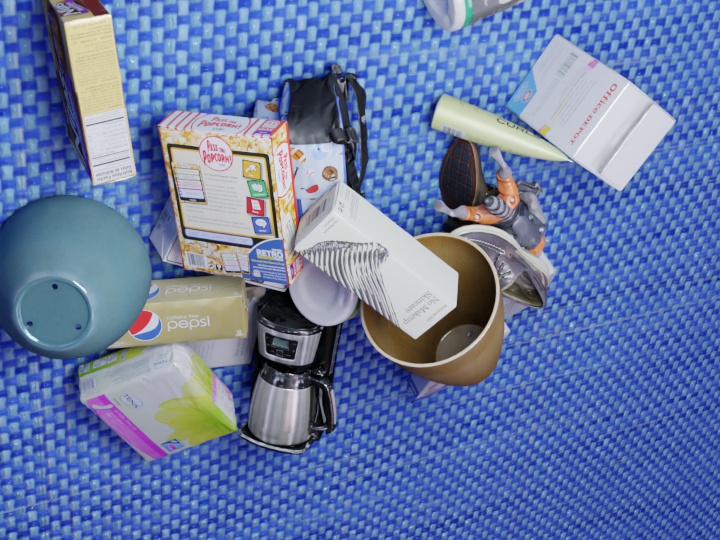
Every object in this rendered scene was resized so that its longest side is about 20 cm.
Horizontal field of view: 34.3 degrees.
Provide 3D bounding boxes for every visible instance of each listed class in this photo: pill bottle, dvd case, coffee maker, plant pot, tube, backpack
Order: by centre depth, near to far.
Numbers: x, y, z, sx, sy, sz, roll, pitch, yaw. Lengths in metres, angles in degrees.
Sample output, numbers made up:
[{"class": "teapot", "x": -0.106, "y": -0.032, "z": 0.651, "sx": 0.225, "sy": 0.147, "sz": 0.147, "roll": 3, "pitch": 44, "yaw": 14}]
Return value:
[{"class": "plant pot", "x": -0.355, "y": 0.026, "z": 1.391, "sx": 0.198, "sy": 0.135, "sz": 0.202, "roll": -2, "pitch": 111, "yaw": -4}, {"class": "backpack", "x": -0.061, "y": -0.132, "z": 1.472, "sx": 0.153, "sy": 0.200, "sz": 0.192, "roll": -9, "pitch": 122, "yaw": 7}, {"class": "pill bottle", "x": 0.179, "y": -0.391, "z": 1.481, "sx": 0.199, "sy": 0.113, "sz": 0.114, "roll": -26, "pitch": 132, "yaw": -13}, {"class": "plant pot", "x": 0.118, "y": 0.077, "z": 1.570, "sx": 0.186, "sy": 0.187, "sz": 0.200, "roll": -39, "pitch": 148, "yaw": -1}, {"class": "tube", "x": 0.197, "y": -0.187, "z": 1.603, "sx": 0.199, "sy": 0.058, "sz": 0.052, "roll": 22, "pitch": 141, "yaw": 5}, {"class": "pill bottle", "x": 0.000, "y": 0.000, "z": 1.618, "sx": 0.200, "sy": 0.111, "sz": 0.112, "roll": -21, "pitch": 136, "yaw": -53}, {"class": "dvd case", "x": -0.232, "y": 0.079, "z": 1.632, "sx": 0.199, "sy": 0.018, "sz": 0.143, "roll": -4, "pitch": 124, "yaw": -29}, {"class": "coffee maker", "x": -0.098, "y": 0.130, "z": 1.671, "sx": 0.134, "sy": 0.192, "sz": 0.201, "roll": 6, "pitch": 111, "yaw": -9}]

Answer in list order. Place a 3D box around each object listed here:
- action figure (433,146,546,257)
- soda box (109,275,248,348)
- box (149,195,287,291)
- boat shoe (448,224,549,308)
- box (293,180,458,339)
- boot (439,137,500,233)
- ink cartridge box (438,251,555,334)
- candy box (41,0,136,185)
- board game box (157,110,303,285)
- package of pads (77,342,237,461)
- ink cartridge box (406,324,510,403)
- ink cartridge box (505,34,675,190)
[{"class": "action figure", "x": 0.189, "y": -0.054, "z": 1.642, "sx": 0.193, "sy": 0.105, "sz": 0.200, "roll": 37, "pitch": 91, "yaw": -40}, {"class": "soda box", "x": -0.247, "y": 0.053, "z": 1.520, "sx": 0.198, "sy": 0.068, "sz": 0.064, "roll": -5, "pitch": 117, "yaw": -2}, {"class": "box", "x": -0.164, "y": -0.053, "z": 1.551, "sx": 0.199, "sy": 0.060, "sz": 0.117, "roll": 16, "pitch": 112, "yaw": -38}, {"class": "boat shoe", "x": 0.195, "y": -0.002, "z": 1.610, "sx": 0.072, "sy": 0.065, "sz": 0.199, "roll": -33, "pitch": 138, "yaw": 30}, {"class": "box", "x": 0.021, "y": -0.011, "z": 1.408, "sx": 0.200, "sy": 0.069, "sz": 0.082, "roll": 36, "pitch": 123, "yaw": -19}, {"class": "boot", "x": 0.173, "y": -0.120, "z": 1.715, "sx": 0.097, "sy": 0.075, "sz": 0.201, "roll": -30, "pitch": 135, "yaw": -34}, {"class": "ink cartridge box", "x": 0.180, "y": 0.036, "z": 1.769, "sx": 0.199, "sy": 0.083, "sz": 0.146, "roll": -27, "pitch": 163, "yaw": -13}, {"class": "candy box", "x": -0.306, "y": -0.212, "z": 1.313, "sx": 0.056, "sy": 0.117, "sz": 0.201, "roll": -16, "pitch": 129, "yaw": -20}, {"class": "board game box", "x": -0.153, "y": -0.086, "z": 1.401, "sx": 0.046, "sy": 0.150, "sz": 0.201, "roll": -56, "pitch": 148, "yaw": -51}, {"class": "package of pads", "x": -0.272, "y": 0.176, "z": 1.604, "sx": 0.154, "sy": 0.069, "sz": 0.200, "roll": -21, "pitch": 140, "yaw": 11}, {"class": "ink cartridge box", "x": 0.143, "y": 0.138, "z": 1.789, "sx": 0.119, "sy": 0.042, "sz": 0.200, "roll": -24, "pitch": 161, "yaw": -22}, {"class": "ink cartridge box", "x": 0.327, "y": -0.216, "z": 1.635, "sx": 0.125, "sy": 0.200, "sz": 0.129, "roll": 25, "pitch": 107, "yaw": -40}]
